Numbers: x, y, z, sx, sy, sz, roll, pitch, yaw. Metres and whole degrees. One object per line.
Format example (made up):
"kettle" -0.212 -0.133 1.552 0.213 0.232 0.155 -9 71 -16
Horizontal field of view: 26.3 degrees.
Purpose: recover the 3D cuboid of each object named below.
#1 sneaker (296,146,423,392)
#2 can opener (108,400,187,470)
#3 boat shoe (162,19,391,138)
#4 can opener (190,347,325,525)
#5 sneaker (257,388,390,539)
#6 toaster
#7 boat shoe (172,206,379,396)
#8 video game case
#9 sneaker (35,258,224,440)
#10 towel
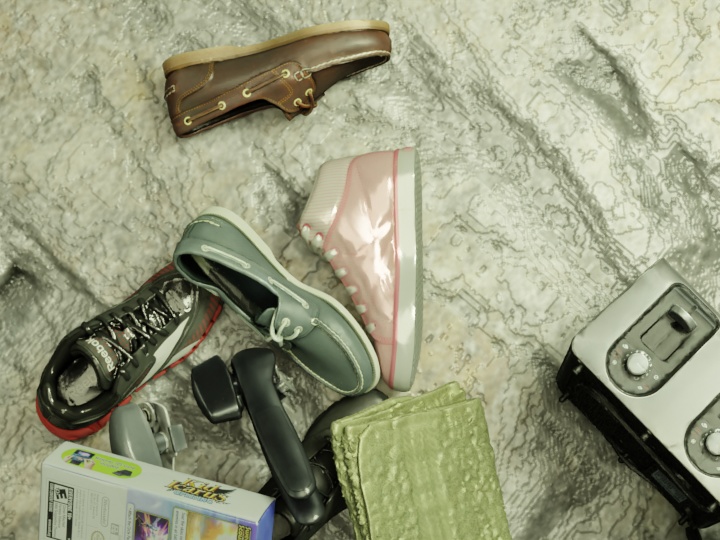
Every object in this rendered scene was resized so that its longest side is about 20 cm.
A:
"sneaker" 0.000 0.000 1.277 0.103 0.075 0.203 -1 84 6
"can opener" -0.162 0.205 1.245 0.066 0.053 0.202 -11 87 -43
"boat shoe" -0.067 -0.158 1.295 0.198 0.070 0.071 -13 77 7
"can opener" -0.070 0.130 1.215 0.078 0.064 0.200 -31 42 -6
"sneaker" -0.040 0.179 1.246 0.076 0.091 0.201 38 83 5
"toaster" 0.253 0.106 1.216 0.119 0.200 0.181 -42 78 -7
"boat shoe" -0.070 0.037 1.236 0.200 0.062 0.073 44 128 -3
"video game case" -0.163 0.250 1.201 0.179 0.045 0.202 13 113 14
"sneaker" -0.187 0.059 1.255 0.200 0.098 0.071 -42 84 -6
"towel" 0.055 0.200 1.242 0.147 0.036 0.202 -12 86 -32
